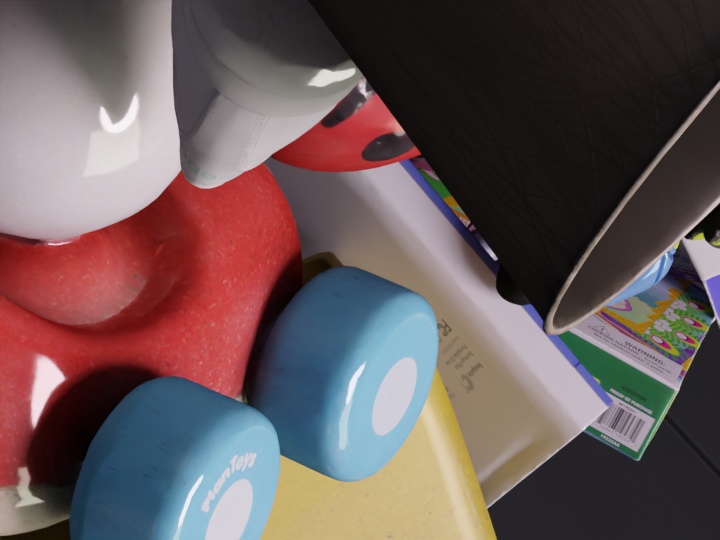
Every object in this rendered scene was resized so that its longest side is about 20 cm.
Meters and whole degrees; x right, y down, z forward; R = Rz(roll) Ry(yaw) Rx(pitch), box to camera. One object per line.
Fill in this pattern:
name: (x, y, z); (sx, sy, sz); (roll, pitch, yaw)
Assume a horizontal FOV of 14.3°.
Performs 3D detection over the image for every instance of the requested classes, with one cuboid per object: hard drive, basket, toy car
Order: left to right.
toy car: (-0.080, -0.040, 0.820); (0.177, 0.184, 0.201); (-33, 139, -51)
hard drive: (0.000, 0.000, 1.096); (0.025, 0.200, 0.132); (-38, 175, -29)
basket: (0.034, -0.120, 0.652); (0.180, 0.200, 0.136); (-49, 168, 19)

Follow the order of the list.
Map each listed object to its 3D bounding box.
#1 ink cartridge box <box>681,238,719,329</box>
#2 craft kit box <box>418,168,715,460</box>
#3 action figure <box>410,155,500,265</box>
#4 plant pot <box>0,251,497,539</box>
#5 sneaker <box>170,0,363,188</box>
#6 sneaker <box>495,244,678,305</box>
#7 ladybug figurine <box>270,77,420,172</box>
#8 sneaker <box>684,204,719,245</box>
ink cartridge box: (0.170, -0.104, 1.300); (0.043, 0.201, 0.199); (-6, -137, 29)
craft kit box: (0.069, -0.010, 1.320); (0.049, 0.199, 0.198); (-63, 174, 20)
action figure: (0.044, -0.076, 1.178); (0.148, 0.134, 0.200); (-31, 160, 11)
plant pot: (-0.041, 0.132, 1.003); (0.199, 0.177, 0.200); (-29, -165, -4)
sneaker: (-0.015, -0.112, 0.767); (0.089, 0.075, 0.201); (124, -13, -57)
sneaker: (0.053, -0.081, 1.022); (0.082, 0.201, 0.071); (-18, -178, -20)
ladybug figurine: (0.025, -0.107, 0.939); (0.200, 0.135, 0.072); (-50, -150, 12)
sneaker: (0.186, -0.075, 1.001); (0.080, 0.074, 0.200); (5, 148, -25)
